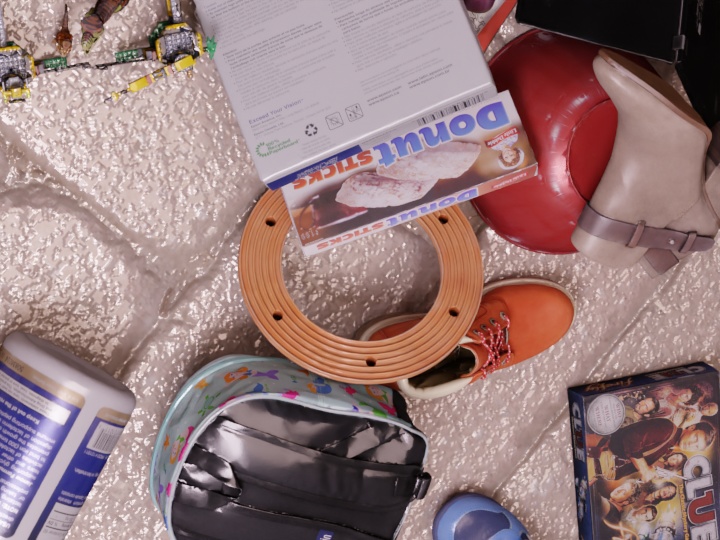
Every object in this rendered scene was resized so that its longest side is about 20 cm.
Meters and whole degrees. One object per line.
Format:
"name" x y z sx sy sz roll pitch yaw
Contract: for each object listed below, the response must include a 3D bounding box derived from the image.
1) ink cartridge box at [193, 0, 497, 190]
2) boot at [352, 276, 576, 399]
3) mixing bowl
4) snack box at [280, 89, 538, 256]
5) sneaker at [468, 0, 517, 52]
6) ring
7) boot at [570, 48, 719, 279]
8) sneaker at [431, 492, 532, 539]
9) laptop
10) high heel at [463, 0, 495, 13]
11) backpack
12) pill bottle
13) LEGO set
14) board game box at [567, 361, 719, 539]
"ink cartridge box" -0.019 -0.190 1.665 0.199 0.041 0.201 -22 78 4
"boot" 0.102 0.062 1.772 0.199 0.107 0.075 -17 104 -18
"mixing bowl" 0.192 -0.103 1.771 0.199 0.108 0.201 -4 101 -19
"snack box" 0.037 -0.078 1.710 0.199 0.024 0.072 -20 67 -1
"sneaker" 0.062 -0.226 1.721 0.108 0.067 0.202 27 93 -25
"ring" 0.000 0.000 1.716 0.199 0.019 0.201 4 64 -8
"boot" 0.216 -0.073 1.676 0.200 0.070 0.146 28 112 -31
"sneaker" 0.139 0.272 1.839 0.074 0.082 0.200 -42 109 -6
"laptop" 0.224 -0.217 1.747 0.200 0.115 0.188 55 37 -46
"high heel" 0.102 -0.308 1.672 0.067 0.096 0.201 0 71 -3
"backpack" -0.066 0.156 1.699 0.199 0.151 0.178 11 111 -26
"pill bottle" -0.267 0.158 1.651 0.115 0.116 0.201 29 89 -22
"LEGO set" -0.202 -0.199 1.595 0.199 0.116 0.155 -1 102 -14
"board game box" 0.257 0.191 1.890 0.135 0.035 0.201 -10 104 -18
